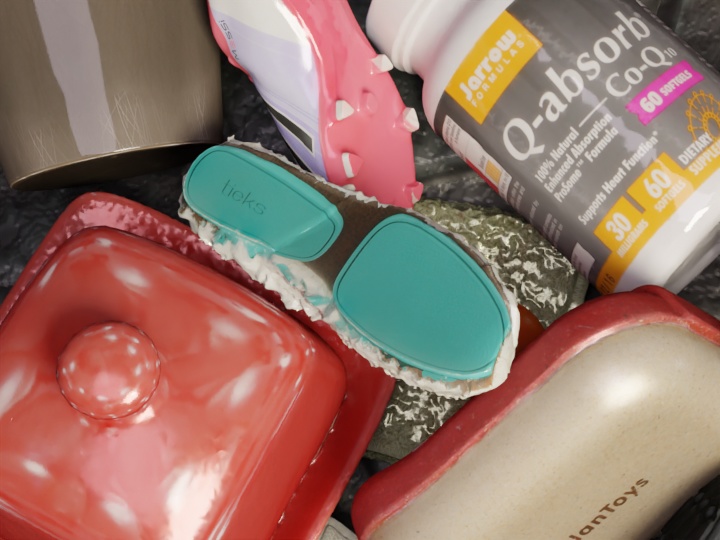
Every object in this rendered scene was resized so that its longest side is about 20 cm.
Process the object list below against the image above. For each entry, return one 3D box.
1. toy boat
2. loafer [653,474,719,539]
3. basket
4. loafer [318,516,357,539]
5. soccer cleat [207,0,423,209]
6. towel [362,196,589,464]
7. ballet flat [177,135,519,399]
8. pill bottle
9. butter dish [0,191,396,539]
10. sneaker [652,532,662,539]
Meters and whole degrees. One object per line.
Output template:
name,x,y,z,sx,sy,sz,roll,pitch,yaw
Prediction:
toy boat,0.078,0.069,0.742,0.200,0.130,0.131,-44,46,20
loafer,0.137,0.183,0.700,0.070,0.068,0.201,27,95,-1
basket,-0.146,-0.150,0.814,0.179,0.136,0.201,-10,88,-16
loafer,-0.060,0.148,0.818,0.199,0.063,0.072,28,70,6
soccer cleat,-0.029,-0.098,0.783,0.076,0.067,0.201,-3,116,44
towel,0.015,0.028,0.823,0.199,0.036,0.149,12,86,9
ballet flat,0.000,0.000,0.730,0.200,0.072,0.072,34,91,31
pill bottle,0.103,-0.083,0.776,0.116,0.116,0.200,-46,75,2
butter dish,-0.105,0.062,0.731,0.199,0.148,0.201,27,75,9
sneaker,0.222,0.094,0.776,0.199,0.075,0.082,-6,90,19
